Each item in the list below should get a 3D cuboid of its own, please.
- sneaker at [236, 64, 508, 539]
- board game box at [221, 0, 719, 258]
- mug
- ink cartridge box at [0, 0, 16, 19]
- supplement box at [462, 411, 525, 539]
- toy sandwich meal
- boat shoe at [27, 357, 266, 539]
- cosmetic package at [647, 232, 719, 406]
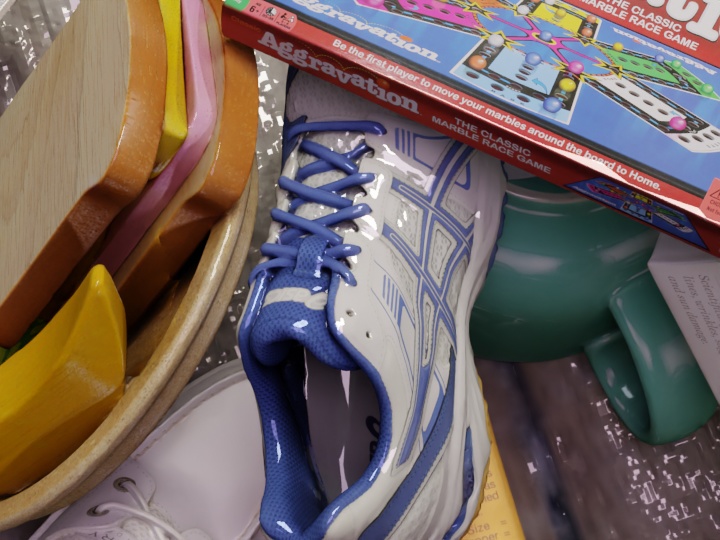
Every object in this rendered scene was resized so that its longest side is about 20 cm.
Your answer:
[{"bbox_3d":[0.000,0.000,0.764,0.075,0.088,0.201,-8,85,30],"label":"sneaker"},{"bbox_3d":[0.066,-0.078,0.758,0.200,0.019,0.103,25,58,11],"label":"board game box"},{"bbox_3d":[0.077,-0.043,0.858,0.185,0.114,0.152,28,76,3],"label":"mug"},{"bbox_3d":[-0.225,-0.094,0.862,0.175,0.084,0.200,35,77,7],"label":"ink cartridge box"},{"bbox_3d":[0.040,0.152,0.833,0.069,0.067,0.201,-16,79,-8],"label":"supplement box"},{"bbox_3d":[-0.108,-0.006,0.797,0.070,0.205,0.206,33,73,-29],"label":"toy sandwich meal"},{"bbox_3d":[-0.084,0.110,0.831,0.071,0.069,0.200,38,76,6],"label":"boat shoe"},{"bbox_3d":[0.180,-0.041,0.828,0.081,0.113,0.200,-1,46,34],"label":"cosmetic package"}]
